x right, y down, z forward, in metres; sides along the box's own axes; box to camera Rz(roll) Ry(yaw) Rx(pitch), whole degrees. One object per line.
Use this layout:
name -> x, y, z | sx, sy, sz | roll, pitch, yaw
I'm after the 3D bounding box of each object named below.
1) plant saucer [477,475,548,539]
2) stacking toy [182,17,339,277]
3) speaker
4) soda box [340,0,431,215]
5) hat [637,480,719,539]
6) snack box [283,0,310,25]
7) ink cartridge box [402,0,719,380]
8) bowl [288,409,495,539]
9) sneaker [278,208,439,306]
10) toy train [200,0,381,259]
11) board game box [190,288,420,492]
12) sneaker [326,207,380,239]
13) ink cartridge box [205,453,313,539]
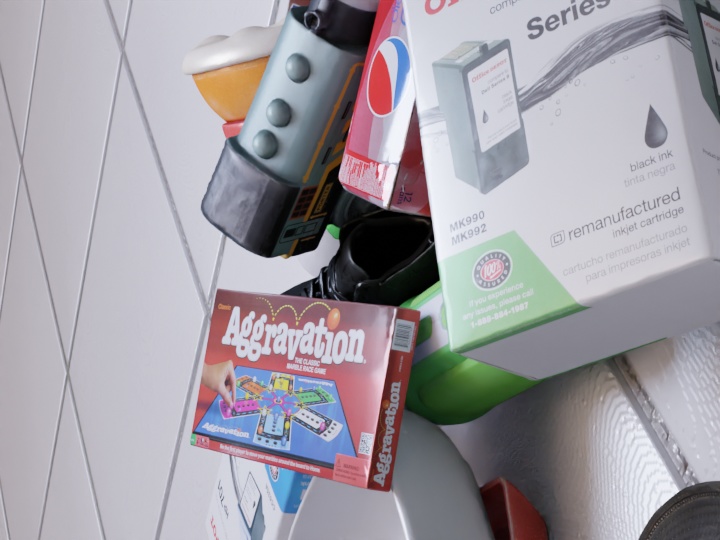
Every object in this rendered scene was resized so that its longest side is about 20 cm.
plant saucer -> 0.075, 0.243, 1.080 | 0.200, 0.037, 0.200 | 132, 135, -62
stacking toy -> -0.038, -0.090, 1.329 | 0.146, 0.146, 0.200 | 10, 117, 69
speaker -> 0.077, 0.032, 1.013 | 0.200, 0.088, 0.088 | 141, 127, -64
soda box -> 0.051, -0.131, 0.995 | 0.063, 0.070, 0.200 | 28, 107, 56
hat -> 0.142, 0.194, 0.836 | 0.201, 0.081, 0.201 | 180, 90, -70
snack box -> -0.033, -0.150, 1.153 | 0.072, 0.024, 0.200 | -64, -8, -45
ink cartridge box -> 0.107, -0.066, 0.858 | 0.146, 0.084, 0.200 | -23, 64, 33
bowl -> 0.026, 0.198, 1.056 | 0.200, 0.075, 0.200 | 113, 151, -46
sneaker -> 0.001, 0.003, 1.110 | 0.104, 0.200, 0.060 | 52, -162, -62
toy train -> -0.021, -0.095, 1.081 | 0.085, 0.114, 0.200 | 38, 120, 22
board game box -> -0.038, 0.067, 1.067 | 0.200, 0.019, 0.103 | 4, 82, 55
sneaker -> 0.026, -0.099, 1.158 | 0.078, 0.085, 0.200 | -126, 43, -59
ink cartridge box -> -0.048, 0.170, 1.348 | 0.146, 0.086, 0.200 | -114, 33, -49
